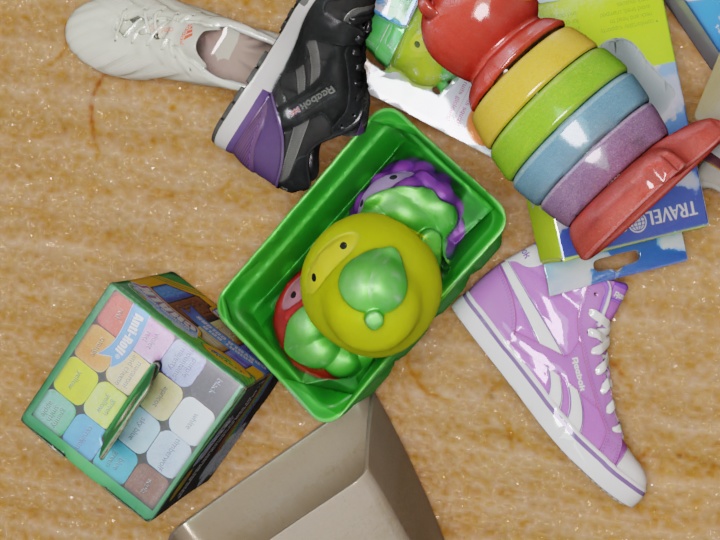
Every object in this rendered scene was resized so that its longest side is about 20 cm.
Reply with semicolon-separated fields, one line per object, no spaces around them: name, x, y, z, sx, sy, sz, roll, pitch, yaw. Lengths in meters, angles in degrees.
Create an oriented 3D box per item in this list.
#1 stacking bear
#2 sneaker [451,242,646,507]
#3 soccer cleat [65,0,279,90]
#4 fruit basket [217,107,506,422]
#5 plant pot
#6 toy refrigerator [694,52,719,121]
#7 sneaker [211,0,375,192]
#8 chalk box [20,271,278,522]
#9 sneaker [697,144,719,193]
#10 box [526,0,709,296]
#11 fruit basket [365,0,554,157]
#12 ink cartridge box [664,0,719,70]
stacking bear;0.120;-0.116;0.943;0.200;0.121;0.114;49;130;8
sneaker;0.170;0.069;1.068;0.114;0.073;0.201;-38;86;5
soccer cleat;-0.136;-0.173;1.104;0.198;0.078;0.070;13;93;9
fruit basket;0.000;0.000;1.016;0.155;0.215;0.216;44;97;22
plant pot;-0.023;0.238;1.051;0.199;0.200;0.178;-35;99;8
toy refrigerator;0.299;-0.177;0.958;0.075;0.070;0.202;16;105;-14
sneaker;-0.017;-0.143;1.012;0.087;0.076;0.201;37;118;1
chalk box;-0.151;0.089;1.052;0.124;0.200;0.125;37;96;6
sneaker;0.325;-0.017;1.044;0.090;0.075;0.200;-42;78;13
box;0.171;-0.093;1.031;0.121;0.048;0.202;-13;92;-14
fruit basket;0.082;-0.194;1.063;0.199;0.094;0.187;28;95;4
ink cartridge box;0.300;-0.251;1.015;0.199;0.084;0.146;-37;102;7
